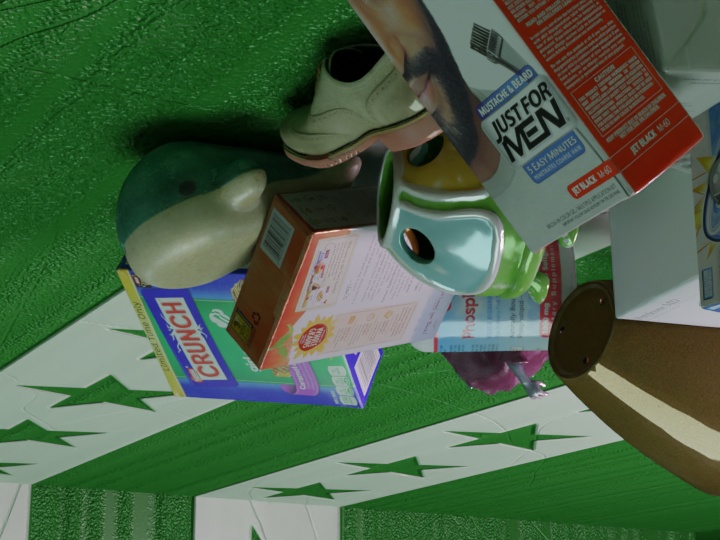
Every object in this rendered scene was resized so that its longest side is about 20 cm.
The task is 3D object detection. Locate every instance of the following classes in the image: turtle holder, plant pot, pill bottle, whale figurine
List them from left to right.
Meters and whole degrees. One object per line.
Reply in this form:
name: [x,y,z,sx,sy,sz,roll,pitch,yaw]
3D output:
whale figurine: [-0.101,-0.063,1.150,0.198,0.105,0.159,-22,166,-15]
pill bottle: [0.103,0.023,1.376,0.198,0.110,0.109,-2,163,2]
turtle holder: [0.084,-0.058,1.053,0.130,0.143,0.186,4,164,-8]
plant pot: [0.274,0.088,1.307,0.199,0.188,0.186,21,155,-26]

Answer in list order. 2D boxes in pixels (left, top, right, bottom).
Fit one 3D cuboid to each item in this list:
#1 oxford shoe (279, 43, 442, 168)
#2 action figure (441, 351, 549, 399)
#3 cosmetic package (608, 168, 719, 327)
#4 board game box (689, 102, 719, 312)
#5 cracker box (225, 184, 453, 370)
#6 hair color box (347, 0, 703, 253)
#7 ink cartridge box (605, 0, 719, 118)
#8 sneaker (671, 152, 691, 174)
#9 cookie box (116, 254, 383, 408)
oxford shoe: [-0.004,-0.123,1.000,0.199,0.071,0.074,-9,123,55]
action figure: [0.176,0.054,1.561,0.149,0.134,0.200,40,152,12]
cosmetic package: [0.336,-0.032,1.176,0.198,0.124,0.199,7,162,-18]
board game box: [0.255,-0.086,0.854,0.034,0.202,0.135,10,160,-32]
cracker box: [0.000,0.000,1.170,0.199,0.058,0.135,-7,130,-42]
hair color box: [0.076,-0.118,0.766,0.064,0.201,0.111,-36,179,-26]
ink cartridge box: [0.139,-0.130,0.844,0.067,0.117,0.200,-3,166,-23]
sneaker: [0.195,-0.122,0.969,0.198,0.080,0.079,21,158,0]
cookie box: [-0.098,0.039,1.311,0.198,0.076,0.172,2,134,23]
